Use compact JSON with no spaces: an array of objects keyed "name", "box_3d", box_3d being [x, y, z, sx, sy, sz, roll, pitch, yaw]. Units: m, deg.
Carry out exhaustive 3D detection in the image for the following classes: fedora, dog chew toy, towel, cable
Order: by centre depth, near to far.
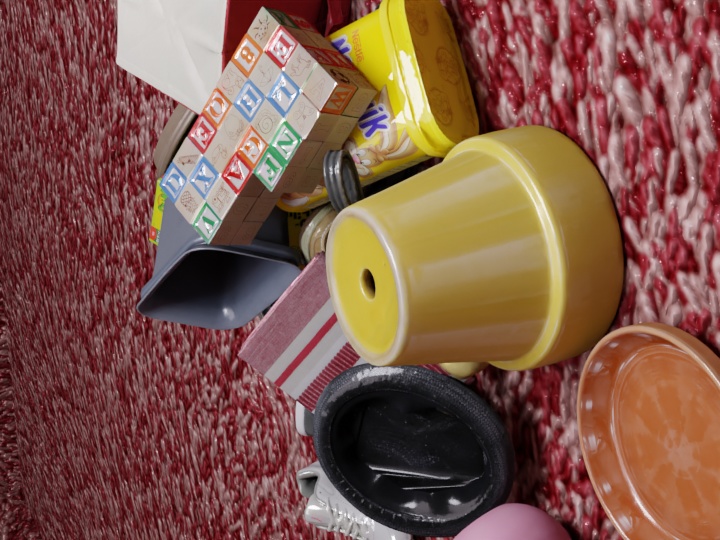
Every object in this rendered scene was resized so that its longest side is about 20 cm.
[{"name":"dog chew toy","box_3d":[0.160,0.308,1.066,0.201,0.124,0.125,55,147,23]},{"name":"cable","box_3d":[0.012,-0.027,1.078,0.050,0.097,0.202,6,127,20]},{"name":"fedora","box_3d":[0.058,0.156,1.156,0.199,0.092,0.203,8,114,19]},{"name":"towel","box_3d":[-0.005,0.091,1.206,0.199,0.023,0.144,38,113,-8]}]

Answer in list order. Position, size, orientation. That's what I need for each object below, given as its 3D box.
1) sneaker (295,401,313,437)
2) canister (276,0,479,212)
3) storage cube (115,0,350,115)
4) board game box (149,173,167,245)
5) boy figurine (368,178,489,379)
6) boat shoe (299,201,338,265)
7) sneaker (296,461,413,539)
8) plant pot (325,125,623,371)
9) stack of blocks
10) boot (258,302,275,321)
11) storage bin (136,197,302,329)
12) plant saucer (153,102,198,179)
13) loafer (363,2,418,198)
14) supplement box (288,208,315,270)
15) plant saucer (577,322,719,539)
[{"name":"sneaker","box_3d":[-0.015,0.102,1.261,0.098,0.071,0.202,16,127,21]},{"name":"canister","box_3d":[-0.005,-0.150,1.117,0.199,0.086,0.150,-21,79,34]},{"name":"storage cube","box_3d":[-0.131,-0.278,1.252,0.199,0.179,0.172,34,133,30]},{"name":"board game box","box_3d":[-0.173,-0.116,1.446,0.047,0.200,0.102,29,138,10]},{"name":"boy figurine","box_3d":[0.068,0.008,1.159,0.201,0.064,0.125,61,166,27]},{"name":"boat shoe","box_3d":[0.000,0.000,1.242,0.076,0.072,0.200,42,174,29]},{"name":"sneaker","box_3d":[-0.012,0.285,1.408,0.200,0.099,0.079,34,131,54]},{"name":"plant pot","box_3d":[0.081,-0.007,0.997,0.201,0.187,0.203,37,133,53]},{"name":"stack of blocks","box_3d":[-0.087,-0.117,1.089,0.115,0.058,0.201,48,117,27]},{"name":"boot","box_3d":[-0.036,0.068,1.377,0.205,0.073,0.154,60,151,1]},{"name":"storage bin","box_3d":[-0.138,-0.037,1.265,0.200,0.144,0.136,-37,47,55]},{"name":"plant saucer","box_3d":[-0.180,-0.185,1.416,0.029,0.201,0.200,35,145,2]},{"name":"loafer","box_3d":[0.022,-0.162,1.182,0.072,0.062,0.202,36,132,53]},{"name":"supplement box","box_3d":[-0.086,-0.098,1.372,0.109,0.109,0.202,34,131,54]},{"name":"plant saucer","box_3d":[0.239,0.138,0.924,0.200,0.032,0.202,39,135,52]}]
